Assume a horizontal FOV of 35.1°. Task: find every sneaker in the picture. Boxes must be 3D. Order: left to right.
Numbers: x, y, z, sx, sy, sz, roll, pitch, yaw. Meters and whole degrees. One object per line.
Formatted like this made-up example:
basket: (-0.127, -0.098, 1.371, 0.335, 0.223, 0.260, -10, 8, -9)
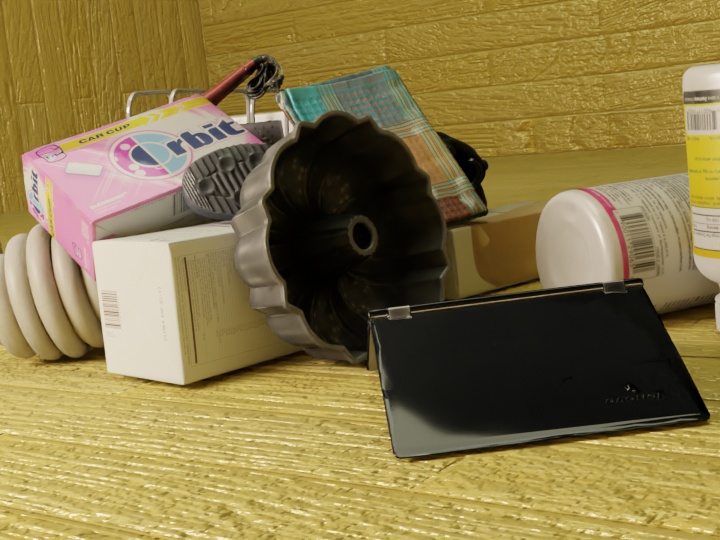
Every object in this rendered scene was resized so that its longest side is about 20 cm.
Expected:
sneaker: (-0.070, -0.073, 1.003, 0.199, 0.071, 0.082, -12, -16, -29)
sneaker: (0.102, -0.094, 1.252, 0.098, 0.071, 0.200, 22, -10, 36)

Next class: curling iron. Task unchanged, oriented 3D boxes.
curling iron: (-0.158, -0.158, 1.138, 0.199, 0.026, 0.050, -35, 46, -18)

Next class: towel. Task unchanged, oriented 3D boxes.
towel: (0.023, -0.118, 1.130, 0.146, 0.201, 0.022, -18, -27, -31)

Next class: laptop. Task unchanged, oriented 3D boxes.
laptop: (0.103, 0.077, 0.759, 0.186, 0.117, 0.200, -6, -20, -3)

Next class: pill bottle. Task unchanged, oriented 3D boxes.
pill bottle: (0.258, -0.022, 0.954, 0.199, 0.114, 0.113, -9, 9, -22)
pill bottle: (0.303, -0.056, 0.847, 0.112, 0.202, 0.112, -6, 9, 1)

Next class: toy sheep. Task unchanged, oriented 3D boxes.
toy sheep: (-0.278, 0.019, 1.037, 0.199, 0.139, 0.138, -20, 8, 1)

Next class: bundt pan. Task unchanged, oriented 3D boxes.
bundt pan: (-0.022, -0.021, 0.911, 0.201, 0.203, 0.075, -14, 1, -44)

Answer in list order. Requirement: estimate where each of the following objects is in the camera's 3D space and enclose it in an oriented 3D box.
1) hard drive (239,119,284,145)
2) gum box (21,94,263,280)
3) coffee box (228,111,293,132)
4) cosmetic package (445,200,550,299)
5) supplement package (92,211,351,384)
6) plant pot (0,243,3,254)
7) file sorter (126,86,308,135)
hard drive: (-0.129, -0.044, 1.134, 0.134, 0.202, 0.042, -5, -11, 15)
gum box: (-0.183, -0.082, 1.017, 0.199, 0.066, 0.113, -26, 51, -34)
coffee box: (-0.120, -0.099, 1.446, 0.196, 0.201, 0.200, -3, 8, 22)
cosmetic package: (0.138, -0.025, 1.201, 0.199, 0.072, 0.105, -13, 11, -39)
supplement package: (-0.108, 0.017, 0.963, 0.109, 0.115, 0.199, 3, 10, 44)
plant pot: (-0.499, -0.006, 1.234, 0.199, 0.202, 0.183, -1, -2, 31)
file sorter: (-0.142, -0.136, 1.241, 0.198, 0.126, 0.139, 1, 10, 12)
